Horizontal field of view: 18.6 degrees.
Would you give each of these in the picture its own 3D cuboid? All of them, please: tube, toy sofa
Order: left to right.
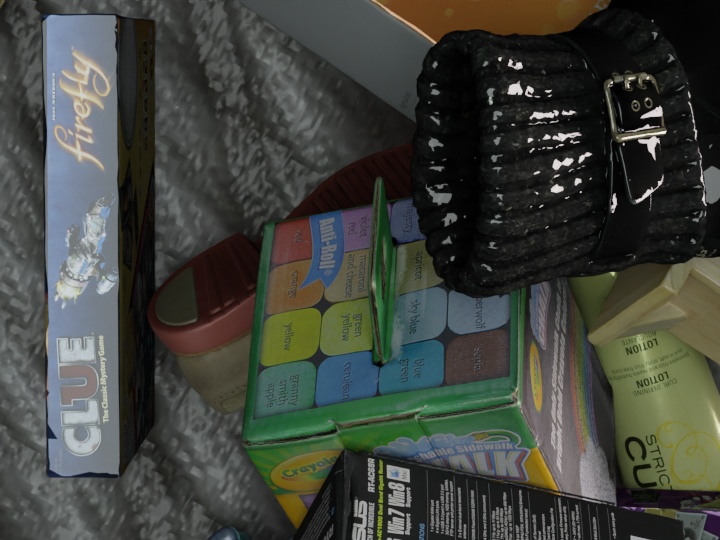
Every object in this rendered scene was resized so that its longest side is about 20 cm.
[{"bbox_3d":[0.152,0.084,1.057,0.058,0.052,0.200,-8,105,47],"label":"tube"},{"bbox_3d":[0.212,0.031,0.980,0.200,0.083,0.098,33,65,-6],"label":"toy sofa"}]

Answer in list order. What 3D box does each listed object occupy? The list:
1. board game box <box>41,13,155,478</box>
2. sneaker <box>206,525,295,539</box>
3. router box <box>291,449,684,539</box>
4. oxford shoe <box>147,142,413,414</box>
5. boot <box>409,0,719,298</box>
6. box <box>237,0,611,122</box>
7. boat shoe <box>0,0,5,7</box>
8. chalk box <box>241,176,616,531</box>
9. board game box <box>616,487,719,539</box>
[{"bbox_3d":[-0.118,-0.016,1.007,0.035,0.135,0.200,0,95,1],"label":"board game box"},{"bbox_3d":[-0.057,0.173,1.064,0.200,0.078,0.086,-39,84,-3],"label":"sneaker"},{"bbox_3d":[0.033,0.165,0.940,0.150,0.062,0.200,13,139,-13],"label":"router box"},{"bbox_3d":[0.000,0.000,1.052,0.200,0.070,0.075,-25,125,-1],"label":"oxford shoe"},{"bbox_3d":[0.096,-0.096,0.880,0.158,0.079,0.211,-2,80,-20],"label":"boot"},{"bbox_3d":[0.053,-0.136,0.988,0.200,0.097,0.124,34,74,2],"label":"box"},{"bbox_3d":[-0.263,-0.120,1.023,0.200,0.065,0.071,-5,129,7],"label":"boat shoe"},{"bbox_3d":[0.026,0.048,0.948,0.124,0.124,0.200,-10,137,18],"label":"chalk box"},{"bbox_3d":[0.132,0.201,1.059,0.120,0.032,0.200,2,107,-2],"label":"board game box"}]
